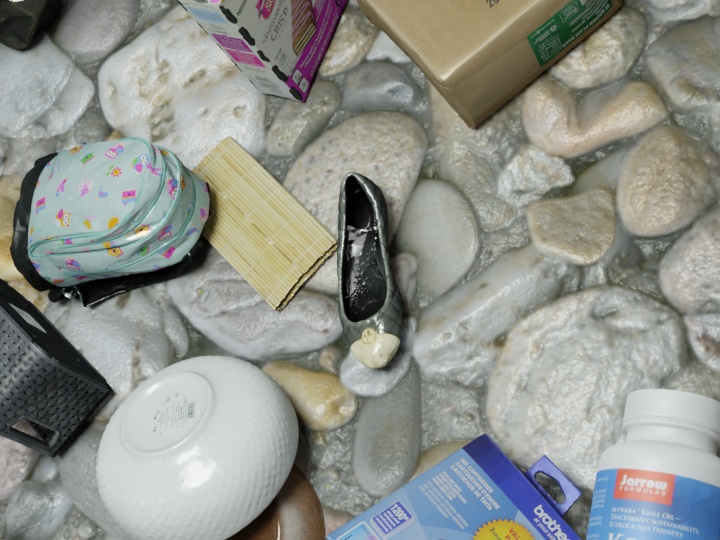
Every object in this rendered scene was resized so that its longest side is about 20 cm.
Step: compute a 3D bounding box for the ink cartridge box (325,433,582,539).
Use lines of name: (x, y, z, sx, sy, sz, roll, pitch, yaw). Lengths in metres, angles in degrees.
ink cartridge box: (0.091, 0.231, 1.132, 0.200, 0.076, 0.136, -30, 56, -21)

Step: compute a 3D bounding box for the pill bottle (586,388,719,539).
pill bottle: (0.238, 0.201, 1.084, 0.112, 0.112, 0.200, 3, 70, 25)

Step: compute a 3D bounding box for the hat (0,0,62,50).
hat: (-0.398, -0.314, 1.595, 0.201, 0.081, 0.201, -47, 14, 15)

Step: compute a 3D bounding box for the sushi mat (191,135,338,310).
sushi mat: (-0.112, -0.052, 1.403, 0.096, 0.012, 0.200, -47, 58, 2)

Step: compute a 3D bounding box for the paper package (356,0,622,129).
paper package: (0.121, -0.275, 1.344, 0.200, 0.103, 0.191, -40, 60, 3)

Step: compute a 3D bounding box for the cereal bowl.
cereal bowl: (-0.162, 0.155, 1.262, 0.200, 0.083, 0.200, -17, 42, 16)

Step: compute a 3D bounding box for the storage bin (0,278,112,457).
storage bin: (-0.365, 0.084, 1.385, 0.094, 0.135, 0.200, -49, 59, -1)

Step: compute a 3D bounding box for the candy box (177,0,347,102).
candy box: (-0.095, -0.279, 1.383, 0.061, 0.200, 0.136, 15, 76, 29)

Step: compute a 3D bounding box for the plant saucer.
plant saucer: (-0.132, 0.254, 1.270, 0.200, 0.037, 0.200, -9, 65, 21)

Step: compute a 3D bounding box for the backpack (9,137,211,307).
backpack: (-0.257, -0.058, 1.400, 0.200, 0.127, 0.167, -5, 69, 28)

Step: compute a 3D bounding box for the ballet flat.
ballet flat: (0.000, 0.000, 1.306, 0.066, 0.057, 0.200, -16, 63, 18)
